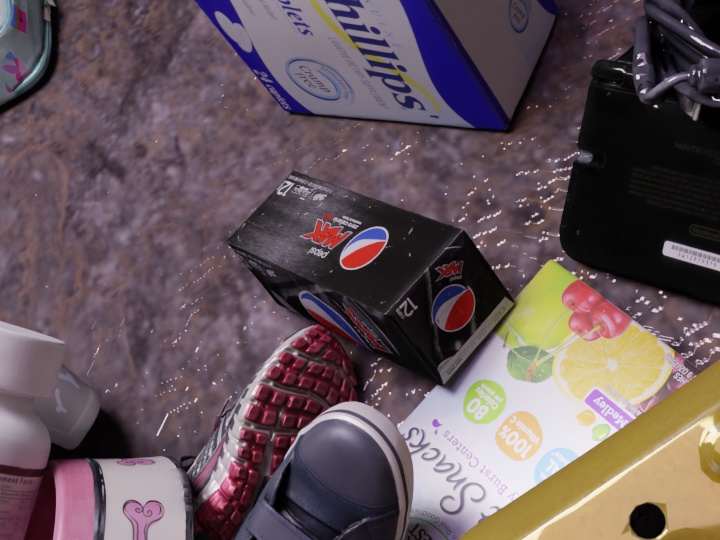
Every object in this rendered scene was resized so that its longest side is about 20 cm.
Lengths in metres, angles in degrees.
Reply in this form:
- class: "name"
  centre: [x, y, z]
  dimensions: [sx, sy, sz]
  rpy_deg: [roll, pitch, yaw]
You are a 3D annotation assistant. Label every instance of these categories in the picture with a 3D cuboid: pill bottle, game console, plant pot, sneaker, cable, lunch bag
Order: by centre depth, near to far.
- class: "plant pot"
  centre: [0.151, 0.144, 0.596]
  dimensions: [0.193, 0.200, 0.196]
  rpy_deg: [-35, 69, 8]
- class: "sneaker"
  centre: [-0.036, 0.162, 0.752]
  dimensions: [0.078, 0.079, 0.201]
  rpy_deg: [33, 122, 17]
- class: "pill bottle"
  centre: [-0.234, 0.124, 0.792]
  dimensions: [0.109, 0.109, 0.202]
  rpy_deg: [14, 86, 37]
- class: "cable"
  centre: [0.232, -0.139, 0.797]
  dimensions: [0.161, 0.051, 0.201]
  rpy_deg: [0, 31, 15]
- class: "game console"
  centre: [0.238, -0.069, 0.836]
  dimensions: [0.199, 0.116, 0.178]
  rpy_deg: [18, 101, 39]
- class: "sneaker"
  centre: [-0.075, 0.118, 0.871]
  dimensions: [0.074, 0.081, 0.201]
  rpy_deg: [12, 65, 51]
- class: "lunch bag"
  centre: [-0.356, -0.202, 1.255]
  dimensions: [0.199, 0.077, 0.161]
  rpy_deg: [-25, 49, 16]

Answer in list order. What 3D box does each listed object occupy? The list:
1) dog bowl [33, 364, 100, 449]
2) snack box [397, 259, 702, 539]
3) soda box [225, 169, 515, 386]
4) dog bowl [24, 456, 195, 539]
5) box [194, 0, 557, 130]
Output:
- class: "dog bowl"
  centre: [-0.266, 0.120, 0.936]
  dimensions: [0.199, 0.059, 0.200]
  rpy_deg: [-32, 16, 10]
- class: "snack box"
  centre: [0.091, 0.111, 0.787]
  dimensions: [0.200, 0.053, 0.142]
  rpy_deg: [-47, 47, -2]
- class: "soda box"
  centre: [0.000, 0.000, 0.872]
  dimensions: [0.071, 0.063, 0.200]
  rpy_deg: [-47, 31, -13]
- class: "dog bowl"
  centre: [-0.164, 0.195, 0.812]
  dimensions: [0.200, 0.073, 0.202]
  rpy_deg: [-50, 31, 45]
- class: "box"
  centre: [-0.001, -0.193, 0.953]
  dimensions: [0.199, 0.184, 0.106]
  rpy_deg: [8, 64, 36]
